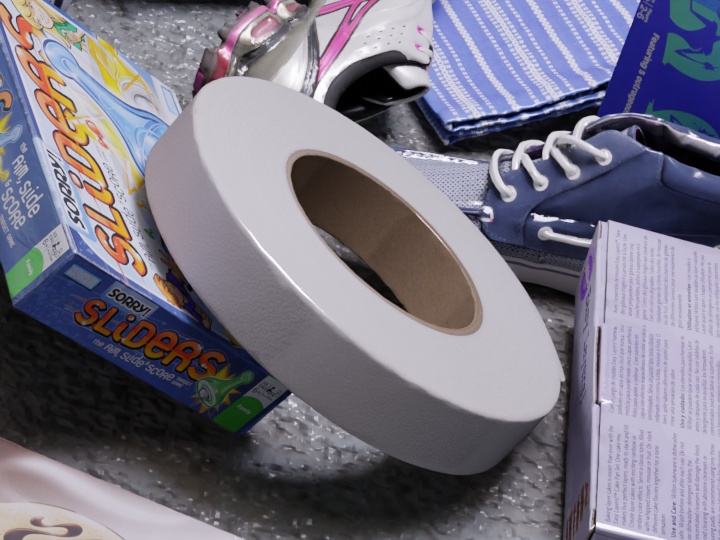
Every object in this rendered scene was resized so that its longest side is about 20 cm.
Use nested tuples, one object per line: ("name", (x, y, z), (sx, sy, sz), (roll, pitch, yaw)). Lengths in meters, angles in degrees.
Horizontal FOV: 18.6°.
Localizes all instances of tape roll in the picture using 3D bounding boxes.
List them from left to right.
("tape roll", (0.000, 0.000, 0.924), (0.203, 0.037, 0.203), (35, 23, -17))

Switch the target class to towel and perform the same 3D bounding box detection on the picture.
("towel", (0.114, -0.136, 1.177), (0.200, 0.024, 0.145), (-15, 41, -10))

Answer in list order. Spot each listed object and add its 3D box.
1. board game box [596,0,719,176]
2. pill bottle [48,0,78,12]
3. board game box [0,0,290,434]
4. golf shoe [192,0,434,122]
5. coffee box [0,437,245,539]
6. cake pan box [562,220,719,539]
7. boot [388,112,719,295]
("board game box", (0.211, -0.051, 1.051), (0.200, 0.152, 0.045), (32, 39, 20))
("pill bottle", (-0.205, -0.147, 1.033), (0.116, 0.116, 0.200), (33, 38, 20))
("board game box", (-0.109, -0.035, 0.924), (0.135, 0.034, 0.200), (34, 22, -44))
("golf shoe", (0.005, -0.118, 1.123), (0.092, 0.073, 0.200), (35, 51, 13))
("coffee box", (-0.153, 0.114, 0.742), (0.200, 0.080, 0.113), (23, 37, 6))
("cake pan box", (0.181, 0.073, 0.946), (0.184, 0.052, 0.200), (15, 43, -7))
("boot", (0.090, -0.042, 1.040), (0.200, 0.090, 0.073), (14, 36, -5))
